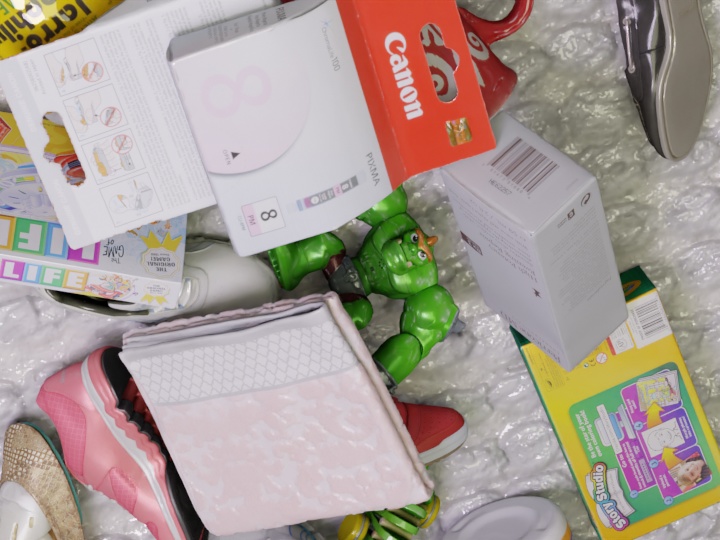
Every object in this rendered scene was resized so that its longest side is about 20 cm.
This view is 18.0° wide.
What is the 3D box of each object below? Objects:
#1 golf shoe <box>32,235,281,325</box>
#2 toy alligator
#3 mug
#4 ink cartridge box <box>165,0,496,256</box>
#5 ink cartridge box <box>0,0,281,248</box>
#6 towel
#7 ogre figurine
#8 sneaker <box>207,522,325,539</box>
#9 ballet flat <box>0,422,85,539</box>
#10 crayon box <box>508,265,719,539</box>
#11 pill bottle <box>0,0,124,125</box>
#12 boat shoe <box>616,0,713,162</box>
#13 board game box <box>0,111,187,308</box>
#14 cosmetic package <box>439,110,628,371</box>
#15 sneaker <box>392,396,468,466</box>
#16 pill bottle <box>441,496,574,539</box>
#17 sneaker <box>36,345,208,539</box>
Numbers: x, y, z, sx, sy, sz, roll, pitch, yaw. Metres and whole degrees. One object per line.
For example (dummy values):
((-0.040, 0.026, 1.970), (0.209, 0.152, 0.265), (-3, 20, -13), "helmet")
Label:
((-0.156, 0.018, 1.731), (0.199, 0.097, 0.079), (5, 106, -10), "golf shoe")
((0.013, 0.227, 1.820), (0.059, 0.054, 0.201), (30, 87, -20), "toy alligator")
((0.016, -0.193, 1.684), (0.200, 0.133, 0.178), (50, 59, -14), "mug")
((-0.017, -0.113, 1.573), (0.199, 0.057, 0.163), (-15, 120, 5), "ink cartridge box")
((-0.138, -0.121, 1.611), (0.199, 0.057, 0.163), (-16, 120, 6), "ink cartridge box")
((-0.067, 0.114, 1.722), (0.199, 0.032, 0.191), (-12, 118, 29), "towel")
((0.000, 0.000, 1.743), (0.120, 0.098, 0.200), (-23, 68, -12), "ogre figurine")
((-0.051, 0.241, 1.777), (0.075, 0.200, 0.087), (-62, 148, -1), "sneaker")
((-0.250, 0.219, 1.794), (0.065, 0.070, 0.201), (-35, 114, -39), "ballet flat")
((0.212, 0.113, 1.829), (0.118, 0.058, 0.201), (-23, 109, 1), "crayon box")
((-0.213, -0.177, 1.650), (0.113, 0.113, 0.200), (-38, 109, 6), "pill bottle")
((0.228, -0.184, 1.743), (0.067, 0.057, 0.201), (-24, 119, -37), "boat shoe")
((-0.228, -0.049, 1.683), (0.199, 0.135, 0.034), (9, 142, -11), "board game box")
((0.132, -0.019, 1.697), (0.074, 0.102, 0.200), (-42, 146, -14), "cosmetic package")
((-0.016, 0.101, 1.790), (0.199, 0.071, 0.113), (-6, 112, -3), "sneaker")
((0.145, 0.295, 1.853), (0.112, 0.112, 0.201), (-22, 110, 0), "pill bottle")
((-0.187, 0.152, 1.797), (0.087, 0.074, 0.201), (-18, 112, 21), "sneaker")
